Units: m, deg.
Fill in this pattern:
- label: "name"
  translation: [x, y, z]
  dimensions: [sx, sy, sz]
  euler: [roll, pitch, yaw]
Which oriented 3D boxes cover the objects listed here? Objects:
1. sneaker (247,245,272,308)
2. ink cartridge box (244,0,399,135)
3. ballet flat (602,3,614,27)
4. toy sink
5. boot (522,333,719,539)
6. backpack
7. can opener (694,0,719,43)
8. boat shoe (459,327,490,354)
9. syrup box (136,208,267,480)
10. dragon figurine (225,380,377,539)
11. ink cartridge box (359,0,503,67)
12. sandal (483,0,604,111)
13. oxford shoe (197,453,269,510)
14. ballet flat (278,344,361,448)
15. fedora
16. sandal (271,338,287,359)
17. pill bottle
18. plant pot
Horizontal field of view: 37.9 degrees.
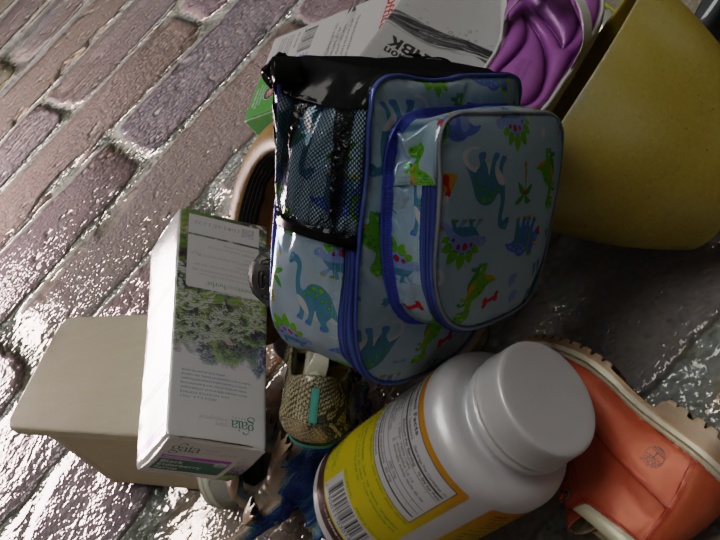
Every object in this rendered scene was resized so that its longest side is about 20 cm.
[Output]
- label: "sneaker"
  translation: [0.000, 0.000, 0.813]
  dimensions: [0.079, 0.200, 0.074]
  euler: [17, 109, 53]
- label: "ink cartridge box"
  translation: [-0.016, -0.221, 1.193]
  dimensions: [0.200, 0.084, 0.146]
  euler: [-13, 46, 35]
- label: "ballet flat"
  translation: [0.212, -0.244, 1.018]
  dimensions: [0.067, 0.067, 0.200]
  euler: [-34, 37, 11]
- label: "toy sink"
  translation: [-0.213, 0.127, 1.009]
  dimensions: [0.200, 0.112, 0.130]
  euler: [-4, 51, 34]
- label: "boot"
  translation: [0.155, 0.118, 0.709]
  dimensions: [0.107, 0.075, 0.200]
  euler: [-50, 38, -1]
- label: "backpack"
  translation: [0.032, -0.030, 0.674]
  dimensions: [0.147, 0.183, 0.200]
  euler: [20, 111, 36]
- label: "can opener"
  translation: [0.272, -0.168, 0.893]
  dimensions: [0.200, 0.066, 0.053]
  euler: [-55, 39, -8]
- label: "boat shoe"
  translation: [0.032, 0.019, 0.922]
  dimensions: [0.072, 0.068, 0.200]
  euler: [-49, 36, -8]
- label: "syrup box"
  translation: [-0.124, 0.059, 0.836]
  dimensions: [0.081, 0.079, 0.200]
  euler: [-44, 41, 50]
- label: "dragon figurine"
  translation: [-0.050, 0.177, 0.846]
  dimensions: [0.059, 0.099, 0.200]
  euler: [31, 95, 55]
- label: "ink cartridge box"
  translation: [0.082, -0.157, 0.851]
  dimensions: [0.200, 0.144, 0.084]
  euler: [-57, -5, -29]
- label: "sandal"
  translation: [0.142, -0.189, 0.799]
  dimensions: [0.082, 0.050, 0.203]
  euler: [15, 60, 7]
- label: "oxford shoe"
  translation: [-0.113, 0.107, 0.917]
  dimensions: [0.058, 0.075, 0.200]
  euler: [-12, 81, 29]
- label: "ballet flat"
  translation: [-0.028, 0.066, 0.820]
  dimensions: [0.068, 0.075, 0.200]
  euler: [7, 16, -1]
- label: "fedora"
  translation: [-0.052, -0.032, 0.914]
  dimensions: [0.201, 0.082, 0.201]
  euler: [-12, 77, 60]
- label: "sandal"
  translation: [-0.052, -0.010, 1.021]
  dimensions: [0.059, 0.079, 0.207]
  euler: [3, 58, 41]
- label: "pill bottle"
  translation: [0.060, 0.126, 0.701]
  dimensions: [0.200, 0.109, 0.109]
  euler: [-42, 28, 43]
- label: "plant pot"
  translation: [0.213, -0.094, 0.778]
  dimensions: [0.200, 0.142, 0.200]
  euler: [-57, 0, 0]
